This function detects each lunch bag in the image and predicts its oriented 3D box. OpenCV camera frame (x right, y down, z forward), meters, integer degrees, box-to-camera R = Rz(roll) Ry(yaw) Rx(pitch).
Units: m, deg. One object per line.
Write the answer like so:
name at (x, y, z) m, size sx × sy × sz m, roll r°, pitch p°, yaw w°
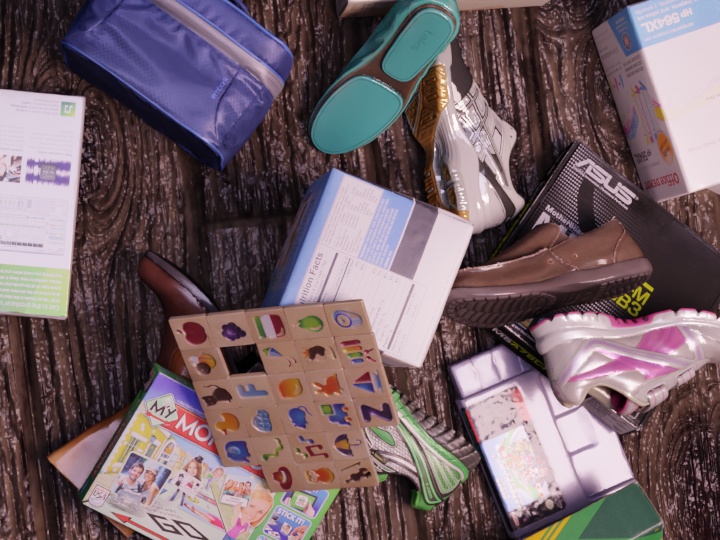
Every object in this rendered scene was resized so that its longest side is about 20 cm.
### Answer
lunch bag at (-0.161, -0.198, 1.625) m, size 0.200 × 0.136 × 0.133 m, roll 36°, pitch 83°, yaw -4°

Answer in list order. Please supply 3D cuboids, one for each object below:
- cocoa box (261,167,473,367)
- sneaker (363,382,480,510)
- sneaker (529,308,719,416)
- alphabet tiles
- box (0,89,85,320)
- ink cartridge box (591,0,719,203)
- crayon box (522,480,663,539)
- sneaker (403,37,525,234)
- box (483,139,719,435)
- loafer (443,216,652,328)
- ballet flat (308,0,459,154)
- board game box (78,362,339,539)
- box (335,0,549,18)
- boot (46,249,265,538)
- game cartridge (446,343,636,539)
cocoa box at (0.000, 0.000, 1.606) m, size 0.131 × 0.200 × 0.134 m, roll 22°, pitch 86°, yaw -6°
sneaker at (0.009, 0.141, 1.663) m, size 0.200 × 0.078 × 0.085 m, roll 37°, pitch 83°, yaw -6°
sneaker at (0.247, 0.084, 1.630) m, size 0.199 × 0.081 × 0.089 m, roll -2°, pitch 79°, yaw -9°
alphabet tiles at (-0.054, 0.109, 1.553) m, size 0.166 × 0.008 × 0.201 m, roll -6°, pitch 127°, yaw 15°
box at (-0.322, -0.061, 1.646) m, size 0.143 × 0.036 × 0.201 m, roll 5°, pitch 85°, yaw -8°
ink cartridge box at (0.312, -0.152, 1.695) m, size 0.125 × 0.129 × 0.201 m, roll -18°, pitch 89°, yaw -8°
crayon box at (0.173, 0.277, 1.656) m, size 0.199 × 0.127 × 0.051 m, roll -26°, pitch 58°, yaw -8°
sneaker at (0.096, -0.134, 1.702) m, size 0.087 × 0.076 × 0.201 m, roll -11°, pitch 90°, yaw -26°
box at (0.219, 0.016, 1.698) m, size 0.200 × 0.048 × 0.193 m, roll 38°, pitch 72°, yaw -4°
loafer at (0.155, -0.001, 1.630) m, size 0.199 × 0.073 × 0.071 m, roll -9°, pitch 68°, yaw -21°
ballet flat at (0.025, -0.184, 1.666) m, size 0.067 × 0.071 × 0.200 m, roll 32°, pitch 128°, yaw -16°
board game box at (-0.128, 0.186, 1.632) m, size 0.199 × 0.029 × 0.135 m, roll 30°, pitch 96°, yaw -19°
box at (0.077, -0.286, 1.693) m, size 0.199 × 0.078 × 0.096 m, roll -3°, pitch 87°, yaw -9°
boot at (-0.194, 0.107, 1.651) m, size 0.200 × 0.068 × 0.189 m, roll -38°, pitch 106°, yaw -3°
game cartridge at (0.170, 0.158, 1.709) m, size 0.129 × 0.038 × 0.201 m, roll -22°, pitch 91°, yaw -13°
